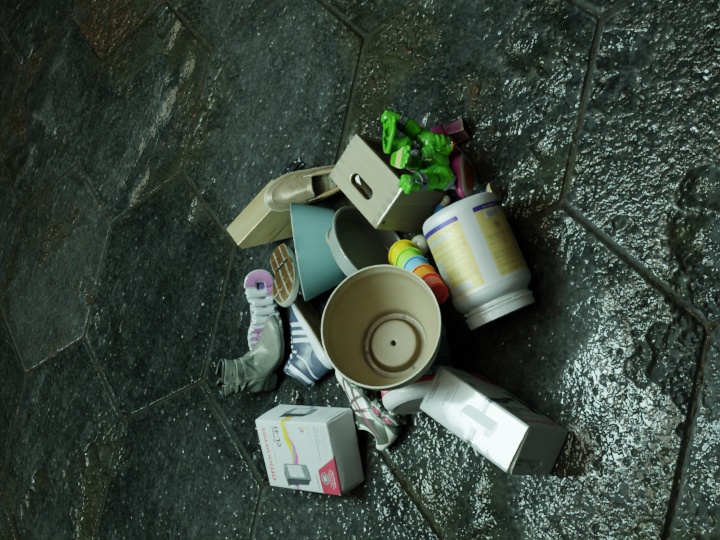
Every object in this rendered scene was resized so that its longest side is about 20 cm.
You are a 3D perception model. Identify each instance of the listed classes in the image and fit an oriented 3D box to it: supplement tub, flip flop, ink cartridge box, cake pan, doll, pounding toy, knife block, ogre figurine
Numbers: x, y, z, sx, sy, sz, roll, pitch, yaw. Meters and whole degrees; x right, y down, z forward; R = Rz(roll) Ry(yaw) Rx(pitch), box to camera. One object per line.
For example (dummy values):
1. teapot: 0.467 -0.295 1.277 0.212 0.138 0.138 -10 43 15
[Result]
1. supplement tub: 0.093 0.146 1.484 0.139 0.139 0.204 -26 63 33
2. flip flop: 0.000 0.000 1.594 0.057 0.200 0.081 -41 12 28
3. ink cartridge box: 0.220 0.246 1.343 0.199 0.143 0.085 33 100 41
4. cake pan: 0.018 -0.034 1.559 0.037 0.198 0.203 -43 55 33
5. doll: 0.177 -0.086 1.529 0.198 0.048 0.139 -32 57 28
6. pounding toy: 0.039 -0.164 1.594 0.200 0.183 0.143 49 116 27
7. knife block: -0.188 -0.152 1.791 0.064 0.197 0.178 46 139 38
8. supplement tub: 0.205 -0.015 1.400 0.144 0.144 0.203 -27 81 33
9. ink cartridge box: -0.100 0.351 1.609 0.197 0.085 0.151 -6 99 39
10. ogre figurine: 0.106 -0.210 1.476 0.100 0.118 0.201 -68 29 23

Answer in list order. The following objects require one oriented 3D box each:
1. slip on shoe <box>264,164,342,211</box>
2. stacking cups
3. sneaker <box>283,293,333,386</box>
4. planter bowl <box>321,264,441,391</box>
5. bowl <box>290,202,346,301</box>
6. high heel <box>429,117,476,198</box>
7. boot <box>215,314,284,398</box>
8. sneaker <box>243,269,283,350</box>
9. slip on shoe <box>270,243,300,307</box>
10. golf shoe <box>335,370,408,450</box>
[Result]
1. slip on shoe: -0.108 -0.175 1.719 0.196 0.061 0.078 -12 97 -2
2. stacking cups: 0.109 0.006 1.454 0.061 0.060 0.200 -61 26 11
3. sneaker: -0.127 0.148 1.724 0.109 0.070 0.202 -45 57 21
4. planter bowl: 0.047 0.109 1.358 0.196 0.135 0.204 -5 69 13
5. bowl: -0.079 -0.045 1.672 0.103 0.201 0.205 -8 69 -1
6. high heel: 0.164 -0.199 1.542 0.095 0.068 0.202 -22 41 26
7. boot: -0.235 0.190 1.725 0.068 0.128 0.203 53 139 46
8. sneaker: -0.212 0.097 1.815 0.079 0.088 0.205 -5 95 -4
9. slip on shoe: -0.149 0.017 1.736 0.076 0.060 0.201 -45 29 12
10. golf shoe: 0.004 0.258 1.580 0.200 0.076 0.089 43 114 40
